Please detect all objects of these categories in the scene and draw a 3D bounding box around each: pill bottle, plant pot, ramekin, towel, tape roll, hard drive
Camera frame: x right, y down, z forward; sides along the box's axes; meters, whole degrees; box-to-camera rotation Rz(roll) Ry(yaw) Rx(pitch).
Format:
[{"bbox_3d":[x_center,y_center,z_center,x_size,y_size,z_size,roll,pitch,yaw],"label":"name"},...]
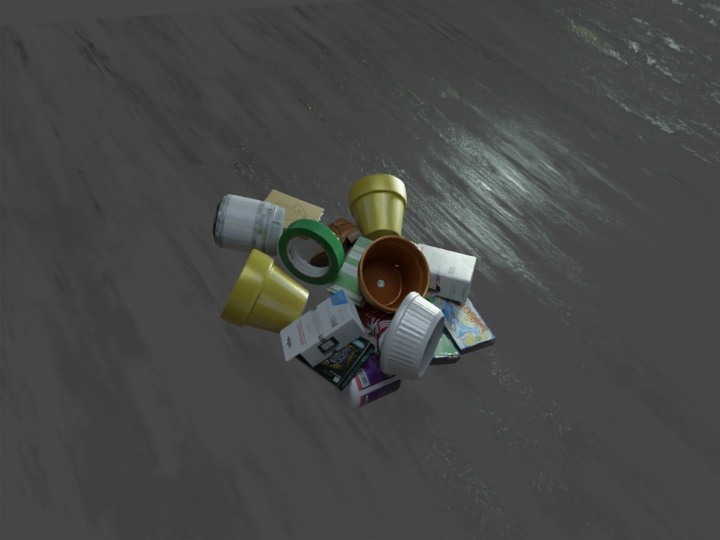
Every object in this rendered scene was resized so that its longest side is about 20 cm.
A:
[{"bbox_3d":[0.034,0.270,1.399,0.196,0.114,0.113,-16,52,-30],"label":"pill bottle"},{"bbox_3d":[0.062,-0.180,1.808,0.196,0.202,0.193,2,61,-14],"label":"plant pot"},{"bbox_3d":[0.128,0.164,1.298,0.093,0.206,0.203,22,43,19],"label":"ramekin"},{"bbox_3d":[0.000,0.000,1.616,0.151,0.023,0.202,20,72,37],"label":"towel"},{"bbox_3d":[-0.144,-0.052,1.601,0.197,0.203,0.048,24,44,9],"label":"tape roll"},{"bbox_3d":[0.076,0.023,1.496,0.195,0.140,0.205,4,75,-14],"label":"plant pot"},{"bbox_3d":[-0.246,0.076,1.456,0.186,0.202,0.203,28,42,-10],"label":"plant pot"},{"bbox_3d":[0.185,0.179,1.553,0.138,0.038,0.201,6,39,-46],"label":"hard drive"}]

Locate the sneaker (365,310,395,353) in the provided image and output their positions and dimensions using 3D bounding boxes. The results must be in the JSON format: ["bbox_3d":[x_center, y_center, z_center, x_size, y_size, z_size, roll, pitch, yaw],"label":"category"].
[{"bbox_3d":[0.049,0.160,1.426,0.110,0.073,0.200,4,17,20],"label":"sneaker"}]

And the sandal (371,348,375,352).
[{"bbox_3d":[-0.047,0.188,1.436,0.079,0.059,0.198,-21,23,-41],"label":"sandal"}]

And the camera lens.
[{"bbox_3d":[-0.337,-0.135,1.657,0.195,0.162,0.162,11,44,-5],"label":"camera lens"}]

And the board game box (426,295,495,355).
[{"bbox_3d":[0.298,0.153,1.646,0.133,0.035,0.202,-11,50,-26],"label":"board game box"}]

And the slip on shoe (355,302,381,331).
[{"bbox_3d":[0.055,0.149,1.550,0.074,0.061,0.199,-44,67,-12],"label":"slip on shoe"}]

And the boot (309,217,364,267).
[{"bbox_3d":[-0.094,-0.092,1.748,0.198,0.077,0.156,-33,40,-7],"label":"boot"}]

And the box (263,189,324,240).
[{"bbox_3d":[-0.239,-0.190,1.840,0.196,0.022,0.165,21,44,5],"label":"box"}]

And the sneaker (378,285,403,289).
[{"bbox_3d":[0.074,0.069,1.643,0.195,0.072,0.109,-8,12,10],"label":"sneaker"}]

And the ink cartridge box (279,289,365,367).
[{"bbox_3d":[-0.097,0.153,1.364,0.198,0.067,0.117,-33,39,7],"label":"ink cartridge box"}]

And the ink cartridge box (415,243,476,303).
[{"bbox_3d":[0.251,0.006,1.711,0.195,0.086,0.145,14,35,13],"label":"ink cartridge box"}]

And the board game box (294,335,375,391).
[{"bbox_3d":[-0.068,0.203,1.369,0.136,0.028,0.198,-50,39,-15],"label":"board game box"}]

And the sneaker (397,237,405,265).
[{"bbox_3d":[0.070,-0.010,1.662,0.198,0.069,0.101,-34,67,10],"label":"sneaker"}]
